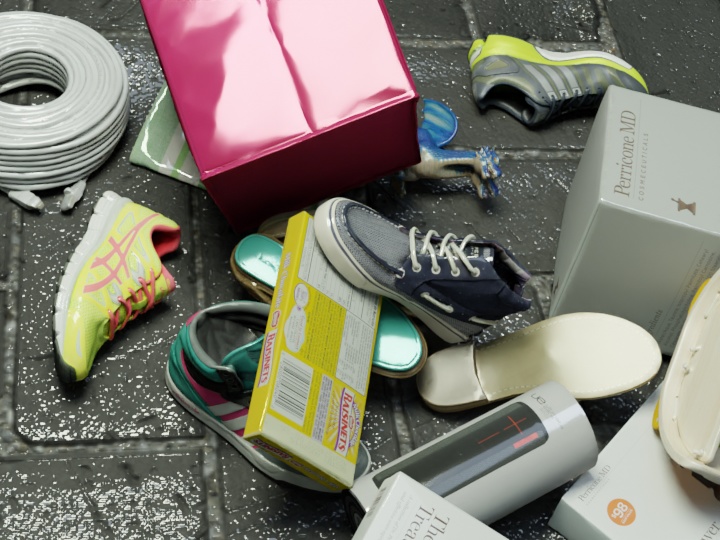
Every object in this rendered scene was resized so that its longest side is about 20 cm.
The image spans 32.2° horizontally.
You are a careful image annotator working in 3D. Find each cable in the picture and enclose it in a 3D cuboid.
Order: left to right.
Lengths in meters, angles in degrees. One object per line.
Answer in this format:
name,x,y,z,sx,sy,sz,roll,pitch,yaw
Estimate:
cable,-0.322,-0.166,1.201,0.198,0.070,0.201,23,52,7

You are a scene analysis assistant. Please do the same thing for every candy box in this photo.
candy box,-0.032,0.061,0.987,0.102,0.026,0.202,38,48,-35

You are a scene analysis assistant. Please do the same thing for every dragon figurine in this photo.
dragon figurine,0.061,-0.131,1.251,0.099,0.059,0.200,-19,47,-24

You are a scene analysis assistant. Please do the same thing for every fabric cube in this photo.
fabric cube,-0.067,-0.178,1.112,0.198,0.196,0.201,-21,77,-2

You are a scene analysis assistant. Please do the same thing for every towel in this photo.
towel,-0.106,-0.142,1.220,0.198,0.023,0.154,20,76,4

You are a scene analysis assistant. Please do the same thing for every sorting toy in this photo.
sorting toy,0.354,0.104,1.036,0.179,0.107,0.202,26,78,-9

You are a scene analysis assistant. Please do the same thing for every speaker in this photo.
speaker,0.089,0.165,0.995,0.198,0.082,0.082,-24,59,-16

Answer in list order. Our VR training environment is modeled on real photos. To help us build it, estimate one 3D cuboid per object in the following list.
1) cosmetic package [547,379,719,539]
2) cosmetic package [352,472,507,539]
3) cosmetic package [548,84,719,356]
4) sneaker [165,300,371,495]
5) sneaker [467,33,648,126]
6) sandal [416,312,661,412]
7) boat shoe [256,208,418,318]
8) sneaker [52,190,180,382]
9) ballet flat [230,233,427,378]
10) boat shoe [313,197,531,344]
cosmetic package,0.276,0.188,1.051,0.150,0.052,0.200,36,54,20
cosmetic package,0.039,0.269,0.879,0.150,0.052,0.201,32,70,-3
cosmetic package,0.295,-0.036,1.152,0.198,0.167,0.168,15,47,1
sneaker,-0.071,0.093,1.012,0.199,0.121,0.084,30,52,13
sneaker,0.208,-0.188,1.331,0.198,0.074,0.082,9,60,4
sandal,0.157,0.091,1.099,0.209,0.070,0.078,-9,66,10
boat shoe,0.000,0.000,1.134,0.198,0.072,0.065,15,49,-6
sneaker,-0.208,0.014,1.078,0.089,0.079,0.201,15,50,-2
ballet flat,-0.029,0.038,1.095,0.199,0.073,0.068,28,68,12
boat shoe,0.058,-0.013,1.033,0.199,0.092,0.075,32,46,-37
